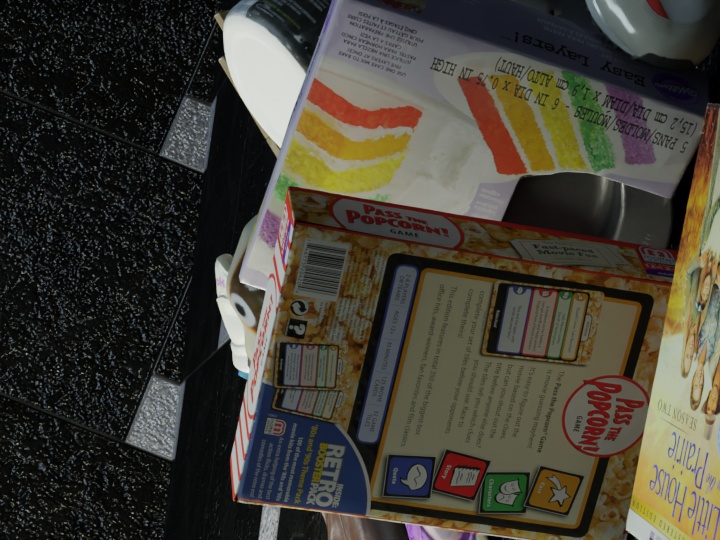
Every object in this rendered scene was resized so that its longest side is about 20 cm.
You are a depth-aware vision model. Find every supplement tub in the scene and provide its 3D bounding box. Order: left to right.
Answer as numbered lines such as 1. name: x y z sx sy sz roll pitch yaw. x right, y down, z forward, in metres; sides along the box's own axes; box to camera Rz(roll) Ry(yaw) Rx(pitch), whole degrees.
1. supplement tub: 0.023 -0.160 1.338 0.123 0.200 0.123 45 157 25

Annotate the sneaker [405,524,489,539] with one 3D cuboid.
1. sneaker: 0.043 0.120 1.329 0.080 0.088 0.201 -162 80 -78

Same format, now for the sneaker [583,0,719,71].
1. sneaker: 0.152 -0.197 1.039 0.093 0.070 0.200 105 173 -61

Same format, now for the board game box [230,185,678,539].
1. board game box: 0.048 0.051 1.037 0.046 0.200 0.152 -103 25 -66

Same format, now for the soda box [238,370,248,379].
1. soda box: -0.001 0.072 1.453 0.200 0.068 0.064 21 95 56

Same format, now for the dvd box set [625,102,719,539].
1. dvd box set: 0.162 0.031 0.901 0.146 0.029 0.200 -143 63 -79

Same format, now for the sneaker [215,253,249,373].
1. sneaker: 0.000 0.000 1.369 0.075 0.200 0.100 -79 -29 -76

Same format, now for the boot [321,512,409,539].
1. boot: 0.025 0.162 1.490 0.200 0.064 0.187 -100 28 -46

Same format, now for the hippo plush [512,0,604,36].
1. hippo plush: 0.079 -0.181 1.205 0.161 0.200 0.160 10 72 62

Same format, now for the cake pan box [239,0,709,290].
1. cake pan box: 0.058 -0.045 1.074 0.052 0.200 0.184 -80 11 -52

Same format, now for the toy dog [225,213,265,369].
1. toy dog: 0.024 0.020 1.197 0.140 0.200 0.194 -121 40 -74

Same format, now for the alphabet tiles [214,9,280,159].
1. alphabet tiles: -0.035 -0.108 1.572 0.008 0.200 0.167 -31 -2 24
